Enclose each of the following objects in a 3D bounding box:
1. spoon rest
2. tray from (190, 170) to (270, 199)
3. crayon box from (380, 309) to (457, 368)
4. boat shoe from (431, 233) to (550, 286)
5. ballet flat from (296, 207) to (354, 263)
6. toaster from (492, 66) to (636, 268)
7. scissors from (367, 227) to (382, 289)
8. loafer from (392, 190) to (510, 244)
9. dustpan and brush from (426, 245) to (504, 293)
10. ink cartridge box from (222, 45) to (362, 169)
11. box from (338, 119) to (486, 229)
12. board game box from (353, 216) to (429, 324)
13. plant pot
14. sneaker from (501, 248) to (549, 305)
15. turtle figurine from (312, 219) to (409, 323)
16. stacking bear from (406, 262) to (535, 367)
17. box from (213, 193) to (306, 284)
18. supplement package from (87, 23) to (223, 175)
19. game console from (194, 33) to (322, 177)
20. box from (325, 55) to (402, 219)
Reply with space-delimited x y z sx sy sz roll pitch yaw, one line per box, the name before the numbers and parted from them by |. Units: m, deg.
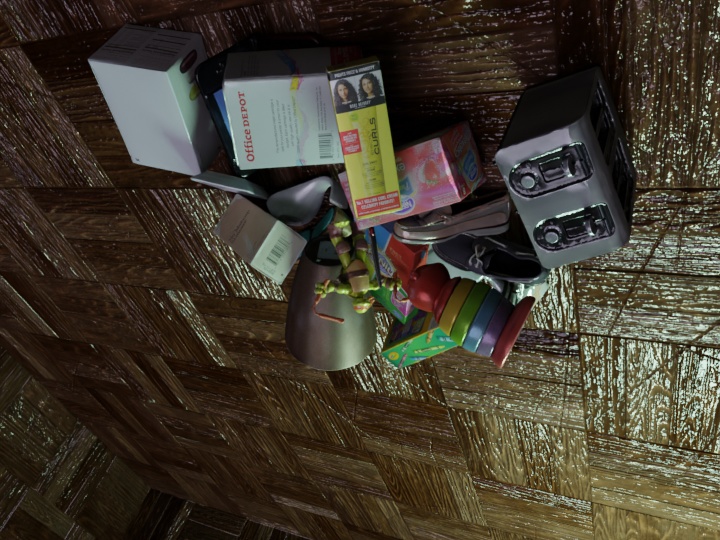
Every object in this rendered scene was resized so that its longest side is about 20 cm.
spoon rest | -0.094 -0.126 1.125 0.098 0.063 0.197 24 159 -38
tray | -0.223 -0.152 1.109 0.104 0.023 0.200 14 -177 3
crayon box | 0.130 0.104 1.203 0.058 0.121 0.199 37 142 -16
boat shoe | 0.201 -0.026 0.974 0.195 0.075 0.063 19 -176 18
ballet flat | -0.078 -0.053 1.197 0.062 0.070 0.198 26 147 -24
toaster | 0.268 -0.135 0.795 0.116 0.202 0.183 -12 122 36
scissors | 0.011 -0.075 1.011 0.014 0.207 0.072 -14 155 34
loafer | 0.143 -0.089 0.965 0.193 0.072 0.065 -7 123 -14
dustpan and brush | 0.202 -0.007 1.095 0.200 0.058 0.138 46 132 -13
ink cartridge box | -0.091 -0.236 0.903 0.193 0.084 0.148 -4 136 -3
box | 0.077 -0.142 0.941 0.196 0.102 0.097 -13 105 40
board game box | 0.049 -0.018 1.128 0.152 0.040 0.203 41 149 27
plant pot | -0.055 0.043 1.152 0.181 0.188 0.205 14 130 15
sneaker | 0.285 0.044 1.067 0.077 0.075 0.204 -7 136 -4
turtle figurine | 0.000 0.000 1.041 0.194 0.167 0.064 -6 175 -23
stacking bear | 0.165 0.057 1.000 0.196 0.116 0.122 29 169 16
box | -0.189 -0.063 1.145 0.077 0.097 0.199 34 177 -38
supplement package | -0.329 -0.282 1.042 0.151 0.113 0.203 13 142 18
game console | -0.134 -0.244 0.962 0.118 0.170 0.203 39 156 41
box | 0.006 -0.178 0.844 0.073 0.050 0.206 -10 117 0
